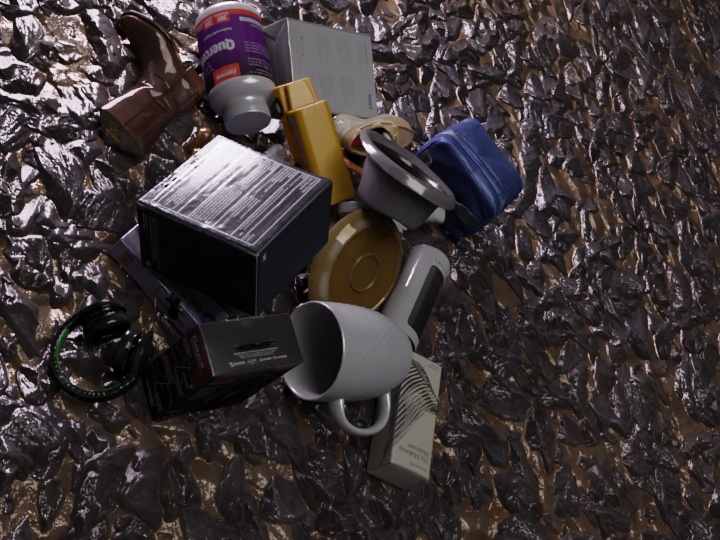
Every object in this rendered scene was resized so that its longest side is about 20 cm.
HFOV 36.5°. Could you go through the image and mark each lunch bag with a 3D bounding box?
[{"bbox_3d":[0.179,-0.170,1.974,0.200,0.136,0.132,51,43,-2],"label":"lunch bag"}]

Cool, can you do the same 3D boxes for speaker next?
[{"bbox_3d":[0.084,0.050,1.822,0.081,0.081,0.200,40,48,-15],"label":"speaker"}]

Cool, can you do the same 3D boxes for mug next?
[{"bbox_3d":[-0.008,0.151,1.652,0.175,0.147,0.201,8,68,-43],"label":"mug"}]

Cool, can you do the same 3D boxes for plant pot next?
[{"bbox_3d":[0.000,0.000,1.726,0.199,0.027,0.201,-24,126,-36],"label":"plant pot"}]

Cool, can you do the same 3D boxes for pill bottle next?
[{"bbox_3d":[-0.201,-0.327,1.773,0.112,0.112,0.201,3,65,-38],"label":"pill bottle"}]

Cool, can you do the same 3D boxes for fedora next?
[{"bbox_3d":[0.055,-0.129,1.700,0.176,0.091,0.200,24,18,-36],"label":"fedora"}]

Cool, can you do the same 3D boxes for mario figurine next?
[{"bbox_3d":[-0.168,-0.160,1.710,0.199,0.106,0.124,24,80,-19],"label":"mario figurine"}]

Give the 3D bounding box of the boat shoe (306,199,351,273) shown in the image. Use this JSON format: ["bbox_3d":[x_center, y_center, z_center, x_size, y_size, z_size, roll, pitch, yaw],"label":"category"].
[{"bbox_3d":[-0.064,-0.067,1.784,0.064,0.072,0.201,8,48,9],"label":"boat shoe"}]

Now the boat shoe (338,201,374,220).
[{"bbox_3d":[0.018,-0.054,1.784,0.200,0.070,0.064,41,51,-59],"label":"boat shoe"}]

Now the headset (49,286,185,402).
[{"bbox_3d":[-0.323,0.096,1.471,0.200,0.094,0.124,-40,77,-22],"label":"headset"}]

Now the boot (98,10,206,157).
[{"bbox_3d":[-0.352,-0.285,1.671,0.186,0.064,0.200,45,52,-7],"label":"boot"}]

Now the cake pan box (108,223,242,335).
[{"bbox_3d":[-0.243,-0.012,1.614,0.200,0.052,0.184,49,49,-6],"label":"cake pan box"}]

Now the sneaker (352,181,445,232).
[{"bbox_3d":[0.064,-0.100,1.906,0.199,0.074,0.088,10,81,-34],"label":"sneaker"}]

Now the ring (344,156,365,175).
[{"bbox_3d":[0.018,-0.176,1.862,0.199,0.019,0.201,23,19,-8],"label":"ring"}]

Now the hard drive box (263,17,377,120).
[{"bbox_3d":[-0.069,-0.333,1.867,0.199,0.077,0.157,0,83,-45],"label":"hard drive box"}]

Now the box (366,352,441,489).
[{"bbox_3d":[0.070,0.233,1.719,0.082,0.068,0.201,27,52,-26],"label":"box"}]

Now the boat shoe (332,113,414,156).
[{"bbox_3d":[0.028,-0.225,1.877,0.199,0.074,0.069,-7,39,-45],"label":"boat shoe"}]

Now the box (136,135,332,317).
[{"bbox_3d":[-0.173,-0.065,1.524,0.197,0.124,0.200,23,44,20],"label":"box"}]

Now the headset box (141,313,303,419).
[{"bbox_3d":[-0.185,0.127,1.481,0.148,0.200,0.078,-6,71,-41],"label":"headset box"}]

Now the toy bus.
[{"bbox_3d":[-0.075,-0.204,1.740,0.065,0.078,0.201,-21,102,-21],"label":"toy bus"}]
